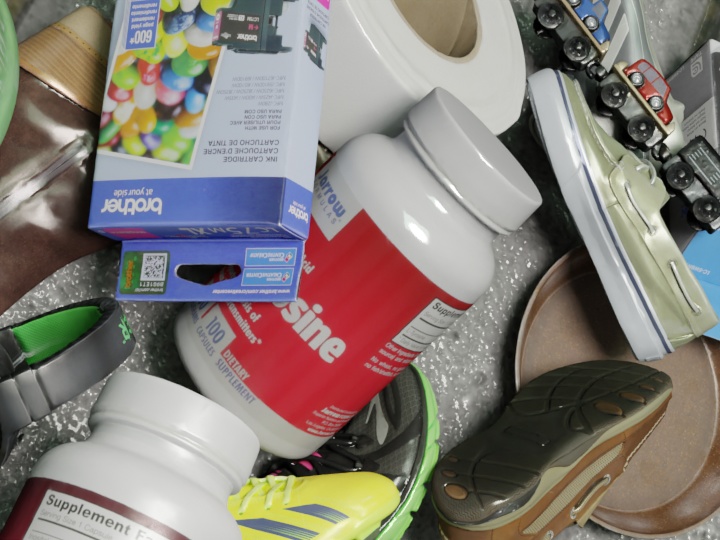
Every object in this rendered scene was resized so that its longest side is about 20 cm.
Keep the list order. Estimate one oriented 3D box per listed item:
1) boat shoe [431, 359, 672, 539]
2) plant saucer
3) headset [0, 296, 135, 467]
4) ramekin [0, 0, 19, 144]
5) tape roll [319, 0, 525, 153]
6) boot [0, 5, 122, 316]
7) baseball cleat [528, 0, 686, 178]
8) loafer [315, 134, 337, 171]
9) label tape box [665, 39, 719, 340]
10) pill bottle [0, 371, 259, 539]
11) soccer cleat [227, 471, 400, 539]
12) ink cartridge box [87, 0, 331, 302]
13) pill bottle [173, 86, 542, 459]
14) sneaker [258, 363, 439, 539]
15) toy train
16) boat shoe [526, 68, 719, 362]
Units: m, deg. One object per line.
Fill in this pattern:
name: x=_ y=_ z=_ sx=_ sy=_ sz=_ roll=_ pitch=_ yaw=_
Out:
boat shoe: x=0.116 y=0.119 z=0.892 sx=0.199 sy=0.075 sz=0.075 roll=-27 pitch=123 yaw=-36
plant saucer: x=0.181 y=0.078 z=0.984 sx=0.198 sy=0.034 sz=0.203 roll=6 pitch=77 yaw=-24
headset: x=-0.205 y=0.081 z=0.755 sx=0.198 sy=0.123 sz=0.095 roll=-25 pitch=104 yaw=-13
ramekin: x=-0.276 y=-0.120 z=0.740 sx=0.197 sy=0.098 sz=0.203 roll=2 pitch=76 yaw=-9
tape roll: x=0.015 y=-0.160 z=0.889 sx=0.202 sy=0.070 sz=0.205 roll=31 pitch=46 yaw=-38
boot: x=-0.152 y=-0.031 z=0.840 sx=0.200 sy=0.072 sz=0.167 roll=45 pitch=76 yaw=-12
baseball cleat: x=0.155 y=-0.147 z=1.003 sx=0.105 sy=0.070 sz=0.202 roll=-17 pitch=75 yaw=-10
loafer: x=-0.055 y=-0.108 z=0.884 sx=0.076 sy=0.067 sz=0.202 roll=-15 pitch=79 yaw=-59
label tape box: x=0.288 y=-0.044 z=1.022 sx=0.143 sy=0.063 sz=0.202 roll=17 pitch=57 yaw=-22
pill bottle: x=-0.124 y=0.157 z=0.694 sx=0.112 sy=0.113 sz=0.202 roll=31 pitch=66 yaw=-16
soccer cleat: x=-0.078 y=0.136 z=0.784 sx=0.198 sy=0.065 sz=0.085 roll=-19 pitch=86 yaw=6
ink cartridge box: x=-0.080 y=-0.085 z=0.777 sx=0.042 sy=0.118 sz=0.203 roll=23 pitch=69 yaw=-65
pill bottle: x=0.000 y=0.000 z=0.804 sx=0.112 sy=0.112 sz=0.200 roll=43 pitch=105 yaw=-11
sneaker: x=-0.018 y=0.131 z=0.851 sx=0.084 sy=0.077 sz=0.201 roll=37 pitch=64 yaw=-18
toy train: x=0.180 y=-0.113 z=0.955 sx=0.046 sy=0.034 sz=0.201 roll=-37 pitch=82 yaw=-5
boat shoe: x=0.166 y=-0.041 z=0.939 sx=0.061 sy=0.072 sz=0.202 roll=-24 pitch=98 yaw=9
